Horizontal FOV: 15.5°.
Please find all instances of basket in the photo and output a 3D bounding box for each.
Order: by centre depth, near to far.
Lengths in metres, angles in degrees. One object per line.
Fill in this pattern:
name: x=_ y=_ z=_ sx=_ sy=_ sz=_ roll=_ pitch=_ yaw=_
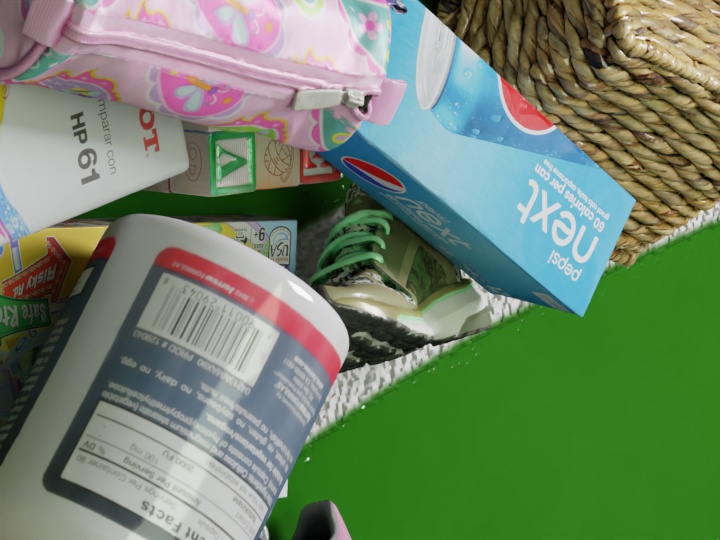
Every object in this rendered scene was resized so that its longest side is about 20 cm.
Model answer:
basket: x=0.124 y=-0.114 z=1.398 sx=0.199 sy=0.149 sz=0.144 roll=19 pitch=49 yaw=-45

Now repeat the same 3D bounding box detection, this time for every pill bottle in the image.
pill bottle: x=-0.097 y=0.090 z=1.119 sx=0.120 sy=0.119 sz=0.201 roll=42 pitch=67 yaw=-40

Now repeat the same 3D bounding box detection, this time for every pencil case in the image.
pencil case: x=-0.070 y=-0.101 z=1.075 sx=0.199 sy=0.087 sz=0.088 roll=11 pitch=87 yaw=-47

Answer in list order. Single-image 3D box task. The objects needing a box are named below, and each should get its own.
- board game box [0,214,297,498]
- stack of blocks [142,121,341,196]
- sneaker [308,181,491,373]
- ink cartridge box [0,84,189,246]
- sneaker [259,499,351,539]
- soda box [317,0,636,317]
board game box: x=-0.113 y=0.044 z=1.206 sx=0.199 sy=0.034 sz=0.136 roll=-4 pitch=98 yaw=-46
stack of blocks: x=-0.068 y=-0.137 z=1.210 sx=0.115 sy=0.058 sz=0.202 roll=-9 pitch=102 yaw=-45
sneaker: x=0.000 y=0.000 z=1.275 sx=0.200 sy=0.076 sz=0.089 roll=-4 pitch=77 yaw=-73
ink cartridge box: x=-0.176 y=-0.084 z=1.089 sx=0.199 sy=0.084 sz=0.146 roll=-26 pitch=114 yaw=-42
sneaker: x=-0.077 y=0.152 z=1.246 sx=0.199 sy=0.070 sz=0.083 roll=0 pitch=80 yaw=-49
soda box: x=0.041 y=-0.057 z=1.239 sx=0.200 sy=0.064 sz=0.068 roll=38 pitch=74 yaw=-41
